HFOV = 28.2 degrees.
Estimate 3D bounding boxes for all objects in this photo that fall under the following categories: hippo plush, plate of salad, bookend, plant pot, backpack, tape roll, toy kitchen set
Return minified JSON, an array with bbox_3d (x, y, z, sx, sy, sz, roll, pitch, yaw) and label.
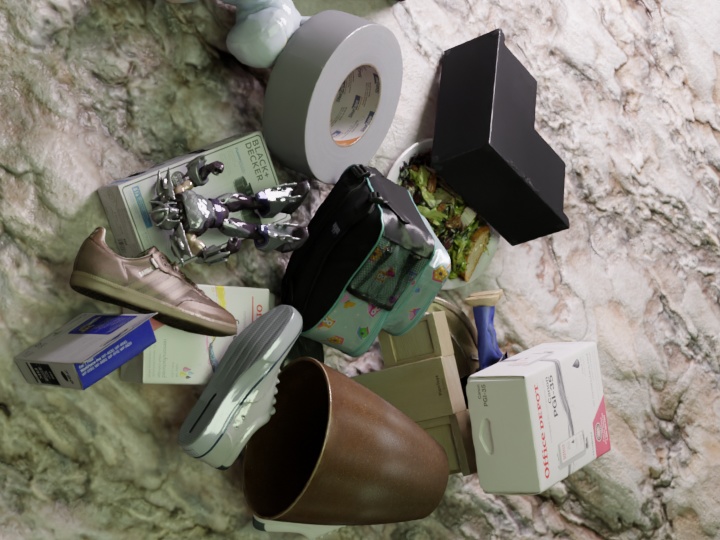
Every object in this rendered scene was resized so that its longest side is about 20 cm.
[{"bbox_3d":[-0.147,-0.320,1.683,0.200,0.159,0.161,-84,158,-57],"label":"hippo plush"},{"bbox_3d":[0.114,-0.075,1.876,0.200,0.048,0.201,1,88,-33],"label":"plate of salad"},{"bbox_3d":[0.191,-0.174,1.890,0.199,0.092,0.200,40,45,-39],"label":"bookend"},{"bbox_3d":[-0.003,0.216,1.648,0.200,0.187,0.187,20,77,-28],"label":"plant pot"},{"bbox_3d":[0.000,0.000,1.704,0.153,0.176,0.200,31,108,-32],"label":"backpack"},{"bbox_3d":[-0.031,-0.207,1.715,0.200,0.066,0.201,-39,142,-40],"label":"tape roll"},{"bbox_3d":[0.072,0.164,1.822,0.180,0.163,0.200,-3,80,-66],"label":"toy kitchen set"}]

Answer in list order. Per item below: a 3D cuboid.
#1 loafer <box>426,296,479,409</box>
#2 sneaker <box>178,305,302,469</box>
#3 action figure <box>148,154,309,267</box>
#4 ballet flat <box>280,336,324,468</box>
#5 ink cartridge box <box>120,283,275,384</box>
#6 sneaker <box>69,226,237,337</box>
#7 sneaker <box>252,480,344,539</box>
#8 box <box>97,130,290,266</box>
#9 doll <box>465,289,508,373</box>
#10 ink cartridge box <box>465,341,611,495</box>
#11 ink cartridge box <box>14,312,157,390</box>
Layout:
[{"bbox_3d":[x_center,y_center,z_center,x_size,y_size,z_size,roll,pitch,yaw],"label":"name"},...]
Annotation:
[{"bbox_3d":[0.118,0.106,1.854,0.200,0.076,0.067,46,59,-23],"label":"loafer"},{"bbox_3d":[-0.125,0.132,1.615,0.071,0.073,0.200,43,79,-35],"label":"sneaker"},{"bbox_3d":[-0.152,-0.065,1.611,0.200,0.069,0.130,0,76,-39],"label":"action figure"},{"bbox_3d":[-0.082,0.146,1.744,0.066,0.057,0.201,6,78,-26],"label":"ballet flat"},{"bbox_3d":[-0.173,0.075,1.667,0.200,0.067,0.117,3,86,-33],"label":"ink cartridge box"},{"bbox_3d":[-0.215,0.015,1.563,0.200,0.070,0.076,22,75,-30],"label":"sneaker"},{"bbox_3d":[-0.048,0.294,1.751,0.200,0.073,0.071,14,106,-33],"label":"sneaker"},{"bbox_3d":[-0.191,-0.078,1.666,0.200,0.060,0.117,-24,101,-32],"label":"box"},{"bbox_3d":[0.168,0.129,1.792,0.136,0.048,0.200,-29,110,-75],"label":"doll"},{"bbox_3d":[0.219,0.177,1.740,0.200,0.083,0.147,-16,100,-55],"label":"ink cartridge box"},{"bbox_3d":[-0.285,0.084,1.514,0.099,0.200,0.039,-35,106,-28],"label":"ink cartridge box"}]
